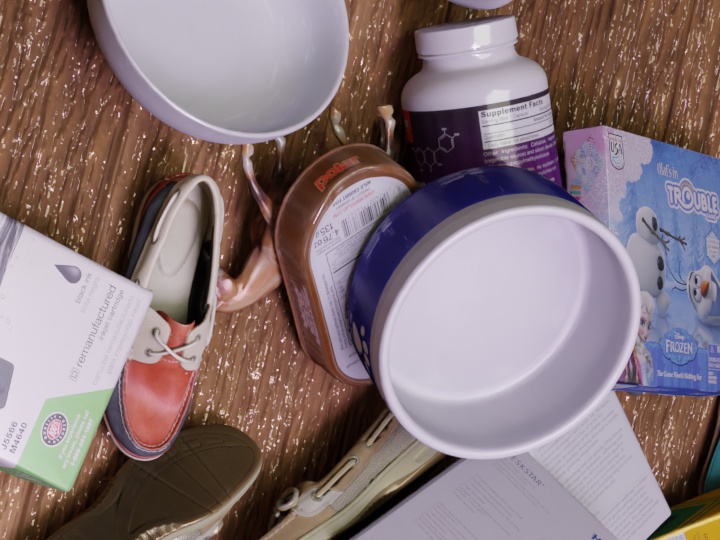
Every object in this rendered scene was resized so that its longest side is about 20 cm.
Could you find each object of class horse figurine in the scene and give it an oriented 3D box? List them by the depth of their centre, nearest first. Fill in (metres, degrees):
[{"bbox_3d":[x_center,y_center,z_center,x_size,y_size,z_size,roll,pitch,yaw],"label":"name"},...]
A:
[{"bbox_3d":[-0.032,-0.049,1.456,0.199,0.050,0.133,-20,117,-39],"label":"horse figurine"}]

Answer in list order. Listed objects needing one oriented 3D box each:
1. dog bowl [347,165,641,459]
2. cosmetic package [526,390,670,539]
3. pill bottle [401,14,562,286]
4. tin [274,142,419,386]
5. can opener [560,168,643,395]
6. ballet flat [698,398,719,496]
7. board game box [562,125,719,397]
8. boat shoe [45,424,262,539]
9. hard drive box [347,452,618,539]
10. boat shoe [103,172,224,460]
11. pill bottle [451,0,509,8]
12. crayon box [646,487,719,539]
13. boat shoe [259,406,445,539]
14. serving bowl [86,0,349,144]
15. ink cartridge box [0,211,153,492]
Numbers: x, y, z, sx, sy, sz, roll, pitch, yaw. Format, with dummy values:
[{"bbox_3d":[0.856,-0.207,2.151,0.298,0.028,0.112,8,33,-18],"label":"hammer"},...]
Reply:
[{"bbox_3d":[0.094,0.030,1.425,0.199,0.079,0.201,-9,119,-17],"label":"dog bowl"},{"bbox_3d":[0.159,0.142,1.596,0.101,0.071,0.201,-38,114,-27],"label":"cosmetic package"},{"bbox_3d":[0.093,-0.086,1.507,0.112,0.112,0.201,-17,102,-33],"label":"pill bottle"},{"bbox_3d":[0.000,0.000,1.448,0.112,0.042,0.201,-30,135,-17],"label":"tin"},{"bbox_3d":[0.186,0.013,1.602,0.053,0.067,0.201,-28,117,8],"label":"can opener"},{"bbox_3d":[0.343,0.125,1.744,0.201,0.068,0.063,-67,152,-9],"label":"ballet flat"},{"bbox_3d":[0.234,-0.003,1.603,0.199,0.043,0.200,7,77,-52],"label":"board game box"},{"bbox_3d":[-0.151,0.182,1.391,0.200,0.073,0.063,-41,158,-30],"label":"boat shoe"},{"bbox_3d":[0.089,0.229,1.467,0.156,0.077,0.200,44,44,17],"label":"hard drive box"},{"bbox_3d":[-0.132,0.031,1.377,0.071,0.062,0.201,13,82,-28],"label":"boat shoe"},{"bbox_3d":[0.118,-0.296,1.494,0.200,0.112,0.113,-51,119,-27],"label":"pill bottle"},{"bbox_3d":[0.296,0.255,1.673,0.199,0.052,0.126,-20,106,-8],"label":"crayon box"},{"bbox_3d":[-0.019,0.162,1.470,0.200,0.073,0.063,-36,78,-24],"label":"boat shoe"},{"bbox_3d":[-0.106,-0.174,1.371,0.199,0.066,0.201,14,65,-32],"label":"serving bowl"},{"bbox_3d":[-0.255,0.036,1.286,0.199,0.084,0.146,30,77,-33],"label":"ink cartridge box"}]
